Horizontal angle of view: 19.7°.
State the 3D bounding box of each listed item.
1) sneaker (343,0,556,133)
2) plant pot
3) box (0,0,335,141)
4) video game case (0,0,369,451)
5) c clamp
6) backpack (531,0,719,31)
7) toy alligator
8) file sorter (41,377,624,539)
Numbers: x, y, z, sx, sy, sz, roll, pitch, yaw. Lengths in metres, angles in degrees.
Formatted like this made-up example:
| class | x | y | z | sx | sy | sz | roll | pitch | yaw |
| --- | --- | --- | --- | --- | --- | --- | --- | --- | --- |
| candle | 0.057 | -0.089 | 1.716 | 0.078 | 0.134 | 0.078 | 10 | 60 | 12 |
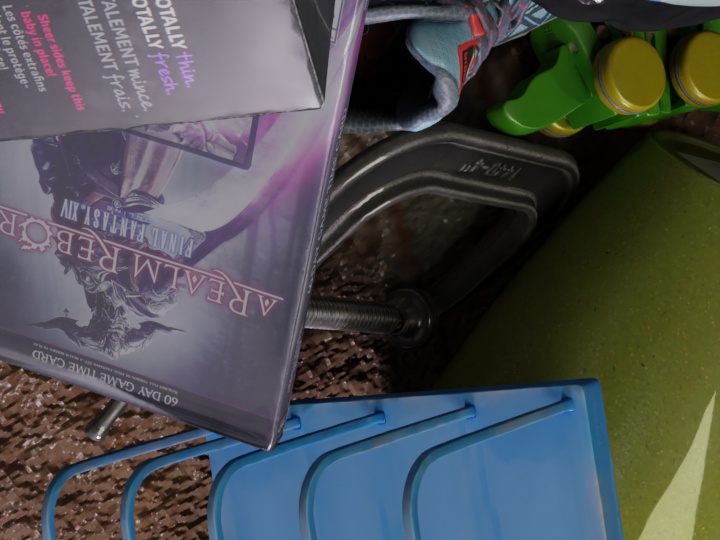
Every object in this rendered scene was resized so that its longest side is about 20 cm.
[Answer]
| class | x | y | z | sx | sy | sz | roll | pitch | yaw |
| --- | --- | --- | --- | --- | --- | --- | --- | --- | --- |
| sneaker | 0.026 | -0.087 | 0.771 | 0.199 | 0.096 | 0.080 | -22 | 134 | -13 |
| plant pot | 0.126 | 0.050 | 0.897 | 0.186 | 0.187 | 0.201 | 12 | 110 | -36 |
| box | -0.113 | -0.114 | 0.605 | 0.198 | 0.107 | 0.123 | -4 | 136 | 12 |
| video game case | -0.078 | -0.043 | 0.727 | 0.142 | 0.019 | 0.201 | 18 | 119 | 10 |
| c clamp | 0.000 | 0.000 | 0.840 | 0.199 | 0.027 | 0.171 | 0 | 137 | -53 |
| backpack | 0.145 | -0.165 | 0.694 | 0.166 | 0.127 | 0.200 | -24 | 170 | -34 |
| toy alligator | 0.132 | -0.091 | 0.866 | 0.199 | 0.059 | 0.055 | -8 | 87 | -31 |
| file sorter | -0.011 | 0.126 | 0.803 | 0.122 | 0.199 | 0.140 | -12 | 94 | -50 |
